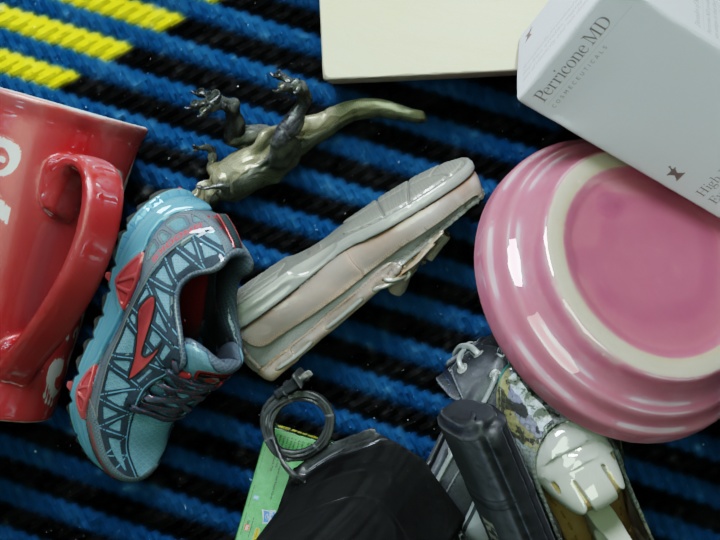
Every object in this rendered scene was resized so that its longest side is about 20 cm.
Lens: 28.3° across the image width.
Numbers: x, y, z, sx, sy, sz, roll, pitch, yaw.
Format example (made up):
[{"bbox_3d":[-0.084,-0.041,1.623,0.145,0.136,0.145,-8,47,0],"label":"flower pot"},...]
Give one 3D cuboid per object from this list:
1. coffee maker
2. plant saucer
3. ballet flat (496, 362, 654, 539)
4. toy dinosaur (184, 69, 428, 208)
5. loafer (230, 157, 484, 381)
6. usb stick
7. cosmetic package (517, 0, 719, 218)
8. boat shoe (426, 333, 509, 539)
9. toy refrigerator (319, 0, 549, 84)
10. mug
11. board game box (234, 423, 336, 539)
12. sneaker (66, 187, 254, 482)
[{"bbox_3d":[-0.027,0.180,0.831,0.192,0.200,0.135,39,108,7],"label":"coffee maker"},{"bbox_3d":[0.169,0.004,0.879,0.200,0.051,0.201,9,64,-19],"label":"plant saucer"},{"bbox_3d":[0.144,0.142,0.880,0.072,0.072,0.201,-23,112,3],"label":"ballet flat"},{"bbox_3d":[-0.060,-0.089,0.940,0.199,0.088,0.048,-26,48,1],"label":"toy dinosaur"},{"bbox_3d":[0.000,0.000,0.939,0.200,0.072,0.063,-31,103,9],"label":"loafer"},{"bbox_3d":[0.099,0.166,0.880,0.033,0.055,0.201,-34,114,-23],"label":"usb stick"},{"bbox_3d":[0.201,-0.106,0.855,0.199,0.074,0.102,26,131,-14],"label":"cosmetic package"},{"bbox_3d":[0.083,0.075,0.924,0.068,0.072,0.201,20,97,-1],"label":"boat shoe"},{"bbox_3d":[0.076,-0.165,0.933,0.199,0.070,0.076,-3,94,5],"label":"toy refrigerator"},{"bbox_3d":[-0.225,-0.011,0.902,0.133,0.178,0.201,15,94,-9],"label":"mug"},{"bbox_3d":[-0.040,0.212,0.951,0.104,0.023,0.201,17,90,6],"label":"board game box"},{"bbox_3d":[-0.122,0.055,0.903,0.095,0.079,0.201,29,114,35],"label":"sneaker"}]
